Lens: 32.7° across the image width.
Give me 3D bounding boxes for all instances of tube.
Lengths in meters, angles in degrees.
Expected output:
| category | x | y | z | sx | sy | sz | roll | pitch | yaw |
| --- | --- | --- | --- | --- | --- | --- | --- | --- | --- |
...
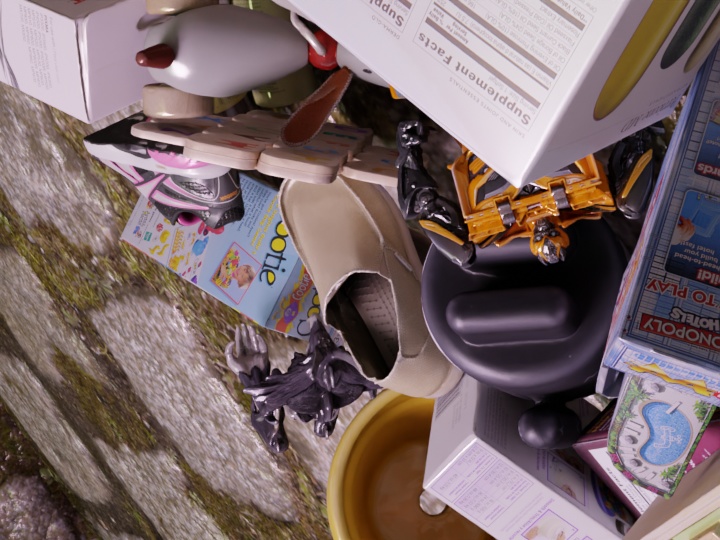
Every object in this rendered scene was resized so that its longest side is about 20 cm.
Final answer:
| category | x | y | z | sx | sy | sz | roll | pitch | yaw |
| --- | --- | --- | --- | --- | --- | --- | --- | --- | --- |
| tube | -0.080 | -0.220 | 0.905 | 0.058 | 0.052 | 0.200 | -9 | 119 | 13 |

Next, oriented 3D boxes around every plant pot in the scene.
| category | x | y | z | sx | sy | sz | roll | pitch | yaw |
| --- | --- | --- | --- | --- | --- | --- | --- | --- | --- |
| plant pot | 0.069 | 0.193 | 1.040 | 0.201 | 0.201 | 0.189 | 48 | 169 | 7 |

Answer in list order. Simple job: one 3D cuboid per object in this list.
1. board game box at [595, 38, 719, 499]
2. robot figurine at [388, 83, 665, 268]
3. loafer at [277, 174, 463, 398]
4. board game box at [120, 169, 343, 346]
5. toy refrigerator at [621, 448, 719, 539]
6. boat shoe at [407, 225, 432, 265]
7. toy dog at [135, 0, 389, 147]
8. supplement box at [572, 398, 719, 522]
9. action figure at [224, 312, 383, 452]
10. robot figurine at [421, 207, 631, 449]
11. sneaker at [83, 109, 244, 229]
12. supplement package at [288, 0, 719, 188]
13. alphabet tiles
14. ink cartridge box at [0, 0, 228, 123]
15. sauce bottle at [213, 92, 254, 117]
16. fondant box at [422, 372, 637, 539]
| category | x | y | z | sx | sy | sz | roll | pitch | yaw |
| --- | --- | --- | --- | --- | --- | --- | --- | --- | --- |
| board game box | 0.161 | 0.009 | 0.603 | 0.062 | 0.200 | 0.200 | 19 | 136 | 11 |
| robot figurine | 0.075 | -0.100 | 0.652 | 0.058 | 0.145 | 0.200 | 33 | -138 | -69 |
| loafer | 0.000 | 0.000 | 0.847 | 0.076 | 0.068 | 0.200 | -46 | 67 | 27 |
| board game box | -0.093 | -0.024 | 1.057 | 0.200 | 0.105 | 0.103 | 29 | -177 | 39 |
| toy refrigerator | 0.200 | 0.134 | 0.626 | 0.076 | 0.070 | 0.200 | 42 | 154 | 10 |
| boat shoe | 0.085 | 0.021 | 0.927 | 0.200 | 0.072 | 0.065 | 29 | -170 | 14 |
| toy dog | -0.065 | -0.143 | 0.792 | 0.200 | 0.096 | 0.132 | -17 | 102 | 16 |
| supplement box | 0.232 | 0.087 | 0.718 | 0.086 | 0.110 | 0.200 | 50 | 154 | -5 |
| action figure | -0.042 | 0.073 | 0.931 | 0.200 | 0.119 | 0.102 | 118 | 136 | -67 |
| robot figurine | 0.112 | 0.017 | 0.754 | 0.125 | 0.150 | 0.200 | 37 | -177 | 22 |
| sneaker | -0.161 | -0.078 | 1.010 | 0.200 | 0.080 | 0.086 | 25 | 137 | 55 |
| supplement package | 0.092 | -0.170 | 0.506 | 0.151 | 0.152 | 0.200 | 42 | 128 | 19 |
| alphabet tiles | -0.051 | -0.091 | 0.863 | 0.195 | 0.200 | 0.015 | 12 | 104 | 6 |
| ink cartridge box | -0.216 | -0.197 | 0.905 | 0.200 | 0.147 | 0.083 | 27 | 132 | 30 |
| sauce bottle | -0.147 | -0.209 | 1.000 | 0.065 | 0.065 | 0.200 | 20 | 138 | 46 |
| fondant box | 0.142 | 0.144 | 0.836 | 0.200 | 0.144 | 0.058 | 35 | 115 | -9 |
